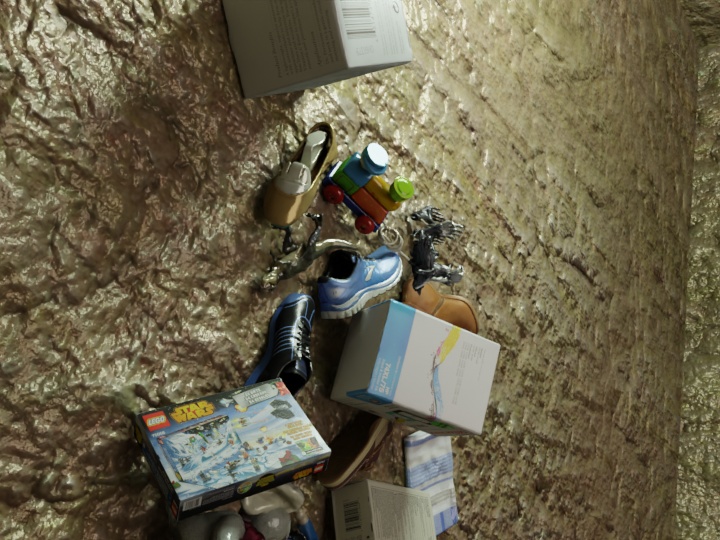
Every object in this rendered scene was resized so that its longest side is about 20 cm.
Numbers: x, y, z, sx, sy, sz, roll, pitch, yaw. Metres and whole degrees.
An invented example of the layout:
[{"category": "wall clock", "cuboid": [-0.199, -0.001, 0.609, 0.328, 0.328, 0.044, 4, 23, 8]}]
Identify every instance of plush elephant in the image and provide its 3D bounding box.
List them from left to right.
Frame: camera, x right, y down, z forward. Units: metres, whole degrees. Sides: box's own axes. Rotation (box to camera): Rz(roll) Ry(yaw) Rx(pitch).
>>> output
[{"category": "plush elephant", "cuboid": [-0.143, 0.337, 0.979, 0.154, 0.165, 0.201, -5, 54, -26]}]

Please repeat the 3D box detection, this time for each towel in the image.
[{"category": "towel", "cuboid": [0.131, 0.386, 1.485, 0.146, 0.024, 0.202, -4, 90, -53]}]

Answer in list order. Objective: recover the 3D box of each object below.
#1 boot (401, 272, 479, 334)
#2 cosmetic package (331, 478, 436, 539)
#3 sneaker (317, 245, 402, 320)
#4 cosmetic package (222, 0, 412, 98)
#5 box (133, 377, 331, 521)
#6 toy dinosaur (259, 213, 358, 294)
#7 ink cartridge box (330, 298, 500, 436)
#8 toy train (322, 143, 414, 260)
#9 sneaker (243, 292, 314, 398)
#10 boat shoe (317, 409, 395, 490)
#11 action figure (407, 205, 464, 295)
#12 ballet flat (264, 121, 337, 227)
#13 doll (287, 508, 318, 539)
[{"category": "boot", "cuboid": [0.137, 0.099, 1.474, 0.200, 0.076, 0.156, 54, 45, -32]}, {"category": "cosmetic package", "cuboid": [0.041, 0.400, 1.294, 0.200, 0.073, 0.104, 32, 44, -51]}, {"category": "sneaker", "cuboid": [0.000, 0.000, 1.300, 0.200, 0.078, 0.090, -38, 119, -48]}, {"category": "cosmetic package", "cuboid": [-0.062, -0.349, 1.146, 0.165, 0.199, 0.166, -24, 106, -50]}, {"category": "box", "cuboid": [-0.154, 0.208, 0.979, 0.199, 0.137, 0.040, -10, 132, -34]}, {"category": "toy dinosaur", "cuboid": [-0.085, -0.036, 1.200, 0.199, 0.047, 0.089, -28, 120, -37]}, {"category": "ink cartridge box", "cuboid": [0.084, 0.156, 1.249, 0.199, 0.147, 0.147, 22, 70, -18]}, {"category": "toy train", "cuboid": [0.045, -0.108, 1.295, 0.200, 0.115, 0.085, 44, 50, -14]}, {"category": "sneaker", "cuboid": [-0.096, 0.119, 1.156, 0.070, 0.077, 0.201, 48, 51, -39]}, {"category": "boat shoe", "cuboid": [0.003, 0.287, 1.284, 0.200, 0.072, 0.072, -49, 123, -52]}, {"category": "action figure", "cuboid": [0.131, -0.035, 1.404, 0.201, 0.101, 0.120, -85, 176, -58]}, {"category": "ballet flat", "cuboid": [-0.088, -0.148, 1.187, 0.063, 0.068, 0.201, 101, 10, -48]}, {"category": "doll", "cuboid": [-0.098, 0.407, 1.149, 0.199, 0.048, 0.138, 19, 72, -51]}]
